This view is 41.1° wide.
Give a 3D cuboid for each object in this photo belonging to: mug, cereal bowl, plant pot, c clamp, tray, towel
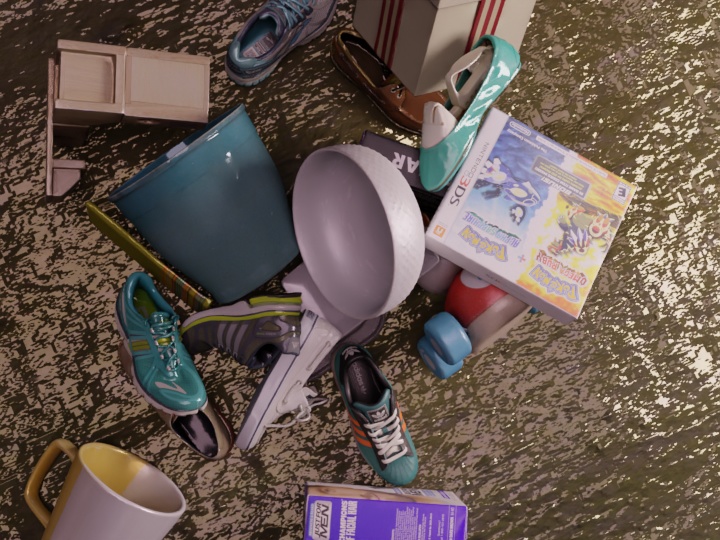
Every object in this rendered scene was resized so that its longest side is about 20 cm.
[{"bbox_3d":[-0.323,0.310,1.188,0.149,0.186,0.154,29,94,-34],"label":"mug"},{"bbox_3d":[0.008,-0.050,1.112,0.083,0.200,0.202,-18,88,-35],"label":"cereal bowl"},{"bbox_3d":[-0.174,-0.071,1.184,0.199,0.200,0.189,-36,105,-5],"label":"plant pot"},{"bbox_3d":[-0.058,0.042,1.262,0.200,0.027,0.171,-39,95,-7],"label":"c clamp"},{"bbox_3d":[0.000,0.000,1.201,0.200,0.022,0.108,-38,83,25],"label":"tray"},{"bbox_3d":[-0.265,-0.014,1.218,0.200,0.086,0.018,40,72,0],"label":"towel"}]

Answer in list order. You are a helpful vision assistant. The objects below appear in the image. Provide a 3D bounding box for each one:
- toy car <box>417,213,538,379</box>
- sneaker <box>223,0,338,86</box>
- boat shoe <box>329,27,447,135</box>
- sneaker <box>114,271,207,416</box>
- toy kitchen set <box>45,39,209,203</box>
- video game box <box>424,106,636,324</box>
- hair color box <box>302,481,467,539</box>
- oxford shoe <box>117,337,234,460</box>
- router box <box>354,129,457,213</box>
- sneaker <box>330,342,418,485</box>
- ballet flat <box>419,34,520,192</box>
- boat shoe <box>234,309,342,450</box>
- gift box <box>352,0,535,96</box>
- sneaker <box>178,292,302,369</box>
[{"bbox_3d":[0.122,-0.002,1.212,0.184,0.177,0.201,-35,77,-11],"label":"toy car"},{"bbox_3d":[-0.096,-0.323,1.247,0.077,0.086,0.200,41,85,-2],"label":"sneaker"},{"bbox_3d":[0.042,-0.244,1.261,0.199,0.068,0.072,33,85,-2],"label":"boat shoe"},{"bbox_3d":[-0.249,0.090,1.178,0.077,0.080,0.201,-16,61,-35],"label":"sneaker"},{"bbox_3d":[-0.294,-0.165,1.181,0.179,0.200,0.165,2,85,-20],"label":"toy kitchen set"},{"bbox_3d":[0.196,-0.065,1.117,0.199,0.047,0.183,28,77,0],"label":"video game box"},{"bbox_3d":[0.027,0.309,1.207,0.198,0.109,0.066,3,86,-4],"label":"hair color box"},{"bbox_3d":[-0.234,0.158,1.214,0.200,0.075,0.070,45,87,0],"label":"oxford shoe"},{"bbox_3d":[0.086,-0.110,1.216,0.198,0.149,0.052,19,86,-3],"label":"router box"},{"bbox_3d":[0.019,0.189,1.224,0.071,0.080,0.201,-27,95,-7],"label":"sneaker"},{"bbox_3d":[0.111,-0.189,1.112,0.070,0.067,0.201,37,81,-29],"label":"ballet flat"},{"bbox_3d":[-0.082,0.153,1.218,0.086,0.075,0.203,29,98,-7],"label":"boat shoe"},{"bbox_3d":[0.099,-0.337,1.158,0.199,0.188,0.185,-23,57,-31],"label":"gift box"},{"bbox_3d":[-0.151,0.084,1.183,0.199,0.074,0.082,-18,75,38],"label":"sneaker"}]
